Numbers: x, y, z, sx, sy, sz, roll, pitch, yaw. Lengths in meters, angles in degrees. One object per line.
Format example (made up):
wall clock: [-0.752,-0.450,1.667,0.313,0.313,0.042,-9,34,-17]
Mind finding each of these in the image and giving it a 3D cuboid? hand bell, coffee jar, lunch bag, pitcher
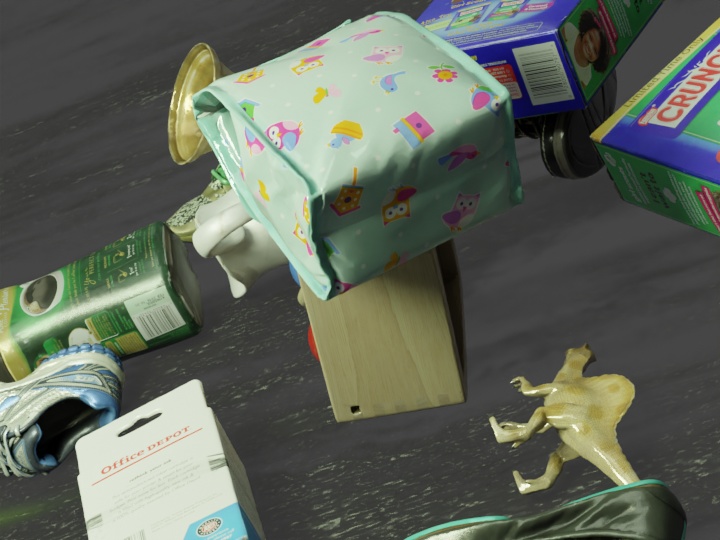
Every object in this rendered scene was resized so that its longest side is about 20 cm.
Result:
hand bell: [-0.057,-0.125,1.770,0.104,0.198,0.105,-34,50,56]
coffee jar: [-0.237,0.041,1.733,0.198,0.086,0.105,-22,36,8]
lunch bag: [-0.007,-0.096,1.422,0.169,0.123,0.200,-27,43,-16]
pitcher: [-0.045,-0.063,1.677,0.199,0.122,0.172,-31,-3,2]

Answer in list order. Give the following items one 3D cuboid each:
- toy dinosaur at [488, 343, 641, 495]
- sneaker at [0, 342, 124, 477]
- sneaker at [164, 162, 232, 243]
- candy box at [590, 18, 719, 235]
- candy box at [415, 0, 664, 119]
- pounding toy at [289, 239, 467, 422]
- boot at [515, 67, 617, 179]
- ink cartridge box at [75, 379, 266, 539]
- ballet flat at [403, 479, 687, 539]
toy dinosaur: [0.144,0.107,1.387,0.100,0.058,0.201,-25,33,4]
sneaker: [-0.282,0.131,1.658,0.199,0.077,0.085,-28,37,2]
sneaker: [-0.101,-0.102,1.823,0.199,0.089,0.077,-36,29,-13]
candy box: [0.302,-0.105,1.527,0.169,0.077,0.199,-43,34,-17]
candy box: [0.135,-0.198,1.670,0.168,0.077,0.200,-6,31,34]
pounding toy: [0.000,0.000,1.550,0.141,0.185,0.201,-9,36,7]
boot: [0.131,-0.127,1.701,0.149,0.074,0.201,-12,32,22]
ink cartridge box: [-0.136,0.179,1.487,0.115,0.067,0.200,-27,33,3]
ballet flat: [0.111,0.186,1.300,0.198,0.068,0.069,-18,47,16]
